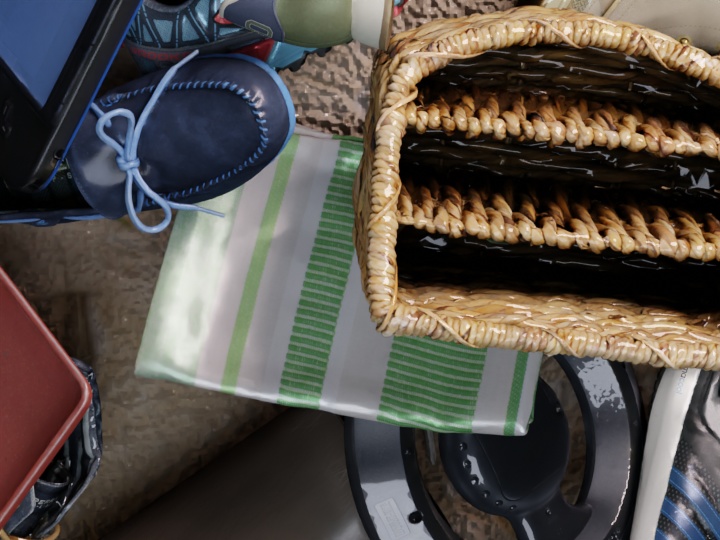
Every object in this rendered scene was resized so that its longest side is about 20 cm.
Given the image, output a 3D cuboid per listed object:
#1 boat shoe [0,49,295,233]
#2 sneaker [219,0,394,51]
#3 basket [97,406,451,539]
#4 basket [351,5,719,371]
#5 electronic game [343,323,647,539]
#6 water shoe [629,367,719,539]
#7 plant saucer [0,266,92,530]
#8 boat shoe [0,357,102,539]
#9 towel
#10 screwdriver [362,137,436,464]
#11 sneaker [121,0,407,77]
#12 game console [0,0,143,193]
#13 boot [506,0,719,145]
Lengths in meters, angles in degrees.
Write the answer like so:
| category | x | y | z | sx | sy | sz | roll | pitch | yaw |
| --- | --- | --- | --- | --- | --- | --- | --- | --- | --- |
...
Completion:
| category | x | y | z | sx | sy | sz | roll | pitch | yaw |
| --- | --- | --- | --- | --- | --- | --- | --- | --- | --- |
| boat shoe | -0.118 | -0.049 | 1.282 | 0.200 | 0.069 | 0.084 | -21 | 98 | 40 |
| sneaker | -0.029 | -0.203 | 1.226 | 0.090 | 0.067 | 0.200 | 0 | 83 | 2 |
| basket | -0.059 | 0.167 | 1.391 | 0.200 | 0.180 | 0.136 | -40 | 120 | 6 |
| basket | 0.102 | -0.044 | 1.210 | 0.200 | 0.149 | 0.143 | 7 | 104 | -5 |
| electronic game | 0.074 | 0.089 | 1.357 | 0.200 | 0.200 | 0.042 | 48 | 148 | -21 |
| water shoe | 0.186 | 0.140 | 1.377 | 0.079 | 0.071 | 0.200 | 5 | 82 | 18 |
| plant saucer | -0.231 | 0.070 | 1.342 | 0.037 | 0.200 | 0.200 | 10 | 123 | -52 |
| boat shoe | -0.192 | 0.135 | 1.363 | 0.071 | 0.091 | 0.200 | 4 | 94 | -45 |
| towel | 0.000 | 0.000 | 1.308 | 0.200 | 0.023 | 0.153 | 11 | 70 | 3 |
| screwdriver | 0.029 | 0.017 | 1.387 | 0.029 | 0.028 | 0.200 | 0 | 115 | 30 |
| sneaker | -0.035 | -0.154 | 1.280 | 0.200 | 0.079 | 0.096 | -31 | 111 | 11 |
| game console | -0.188 | -0.167 | 1.243 | 0.118 | 0.171 | 0.200 | 14 | 112 | -38 |
| boot | 0.159 | -0.118 | 1.305 | 0.155 | 0.072 | 0.200 | 27 | 107 | -9 |
